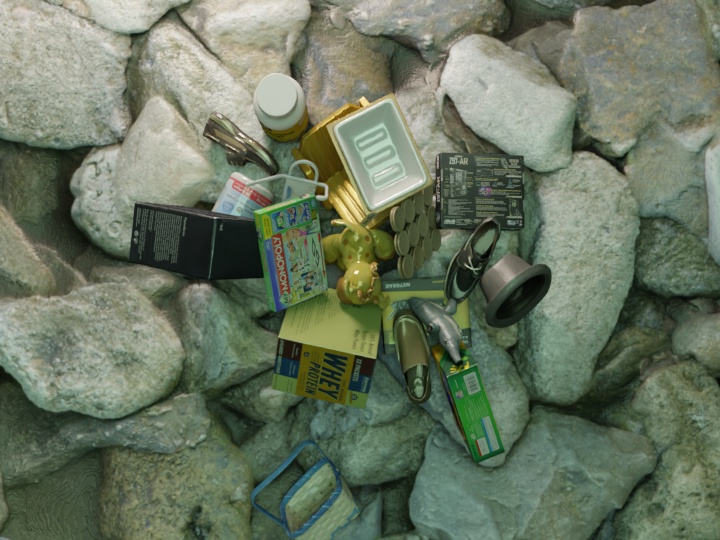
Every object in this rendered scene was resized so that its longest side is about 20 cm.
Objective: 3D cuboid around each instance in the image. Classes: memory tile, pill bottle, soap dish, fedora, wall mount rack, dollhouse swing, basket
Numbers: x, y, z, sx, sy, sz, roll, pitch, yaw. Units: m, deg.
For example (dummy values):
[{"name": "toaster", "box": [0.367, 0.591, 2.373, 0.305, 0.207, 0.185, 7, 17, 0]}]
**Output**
[{"name": "memory tile", "box": [0.118, -0.085, 1.595, 0.016, 0.200, 0.157, -2, 113, 31]}, {"name": "pill bottle", "box": [-0.276, -0.099, 1.629, 0.107, 0.109, 0.204, 28, 88, 0]}, {"name": "soap dish", "box": [0.039, -0.233, 1.544, 0.154, 0.081, 0.204, -26, 93, -3]}, {"name": "fedora", "box": [0.319, 0.032, 1.618, 0.177, 0.199, 0.091, -46, 62, 13]}, {"name": "pill bottle", "box": [-0.168, -0.344, 1.595, 0.109, 0.200, 0.116, 0, 87, -1]}, {"name": "wall mount rack", "box": [-0.160, -0.134, 1.569, 0.169, 0.076, 0.203, 11, 130, -9]}, {"name": "dollhouse swing", "box": [-0.007, -0.213, 1.599, 0.198, 0.183, 0.177, -34, 45, -2]}, {"name": "basket", "box": [-0.112, 0.474, 1.583, 0.176, 0.139, 0.201, -41, 119, -3]}]

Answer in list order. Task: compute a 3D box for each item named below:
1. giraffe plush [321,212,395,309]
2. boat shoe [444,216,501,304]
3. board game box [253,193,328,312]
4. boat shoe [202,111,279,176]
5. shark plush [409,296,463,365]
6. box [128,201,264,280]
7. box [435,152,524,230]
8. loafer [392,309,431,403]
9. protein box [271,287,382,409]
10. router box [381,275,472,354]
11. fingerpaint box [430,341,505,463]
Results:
[{"name": "giraffe plush", "box": [0.000, 0.000, 1.555, 0.167, 0.201, 0.167, 2, 66, -13]}, {"name": "boat shoe", "box": [0.236, -0.021, 1.603, 0.071, 0.068, 0.203, 29, 94, 0]}, {"name": "board game box", "box": [-0.136, -0.036, 1.505, 0.132, 0.029, 0.206, -22, 115, -34]}, {"name": "boat shoe", "box": [-0.264, -0.265, 1.661, 0.199, 0.074, 0.074, 40, 98, 9]}, {"name": "shark plush", "box": [0.158, 0.132, 1.542, 0.082, 0.203, 0.091, 24, 125, -30]}, {"name": "box", "box": [-0.309, -0.057, 1.467, 0.195, 0.196, 0.121, 11, 95, 24]}, {"name": "box", "box": [0.262, -0.172, 1.658, 0.194, 0.043, 0.165, 0, 88, -11]}, {"name": "loafer", "box": [0.116, 0.184, 1.595, 0.074, 0.067, 0.206, -14, 92, -1]}, {"name": "protein box", "box": [-0.065, 0.151, 1.561, 0.194, 0.200, 0.138, 12, 123, -1]}, {"name": "router box", "box": [0.141, 0.095, 1.657, 0.194, 0.052, 0.162, -5, 88, -1]}, {"name": "fingerpaint box", "box": [0.219, 0.265, 1.570, 0.072, 0.167, 0.205, -20, 106, -1]}]
